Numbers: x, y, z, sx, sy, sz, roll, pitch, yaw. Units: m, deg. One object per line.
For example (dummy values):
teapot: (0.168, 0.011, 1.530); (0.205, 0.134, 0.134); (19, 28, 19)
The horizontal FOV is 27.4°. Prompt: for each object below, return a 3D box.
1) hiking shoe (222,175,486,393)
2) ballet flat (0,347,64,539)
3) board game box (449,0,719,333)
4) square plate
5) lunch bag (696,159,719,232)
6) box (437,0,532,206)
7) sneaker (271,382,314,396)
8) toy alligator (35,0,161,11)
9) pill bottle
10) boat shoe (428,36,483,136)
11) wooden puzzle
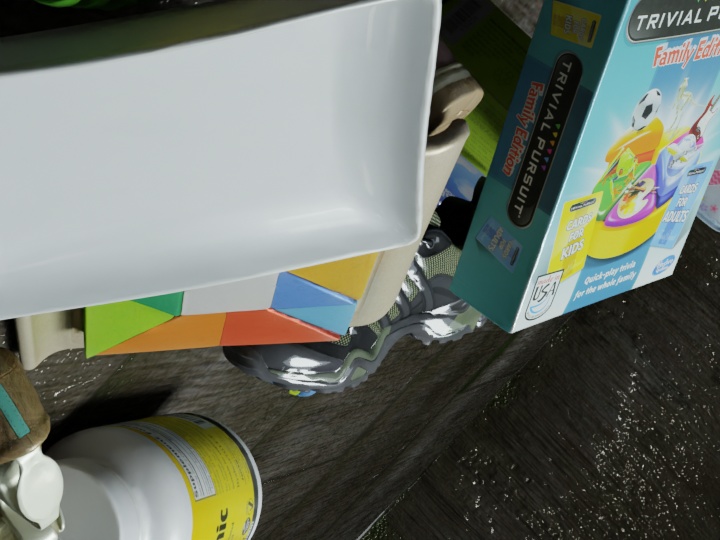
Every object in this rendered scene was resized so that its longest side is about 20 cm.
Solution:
hiking shoe: (0.000, 0.000, 0.834); (0.199, 0.075, 0.102); (-20, 123, -46)
ballet flat: (-0.177, 0.103, 0.734); (0.068, 0.072, 0.200); (-39, 167, -29)
board game box: (0.135, -0.078, 0.746); (0.150, 0.047, 0.201); (-17, 133, -45)
square plate: (-0.074, -0.038, 0.517); (0.198, 0.029, 0.198); (-11, 159, -4)
lunch bag: (0.419, -0.126, 1.666); (0.127, 0.200, 0.169); (-50, 166, 27)
box: (0.084, -0.075, 0.898); (0.048, 0.122, 0.200); (-42, 168, -14)
sneaker: (-0.031, 0.008, 0.958); (0.200, 0.070, 0.083); (107, 7, -59)
toy alligator: (-0.061, -0.105, 0.458); (0.054, 0.059, 0.200); (-49, 167, 22)
pill bottle: (-0.143, 0.149, 0.915); (0.111, 0.111, 0.200); (-47, 167, 10)
boat shoe: (-0.030, -0.059, 0.710); (0.199, 0.065, 0.072); (-31, 174, 38)
wooden puzzle: (-0.059, -0.002, 0.674); (0.198, 0.038, 0.185); (-9, 156, -14)
